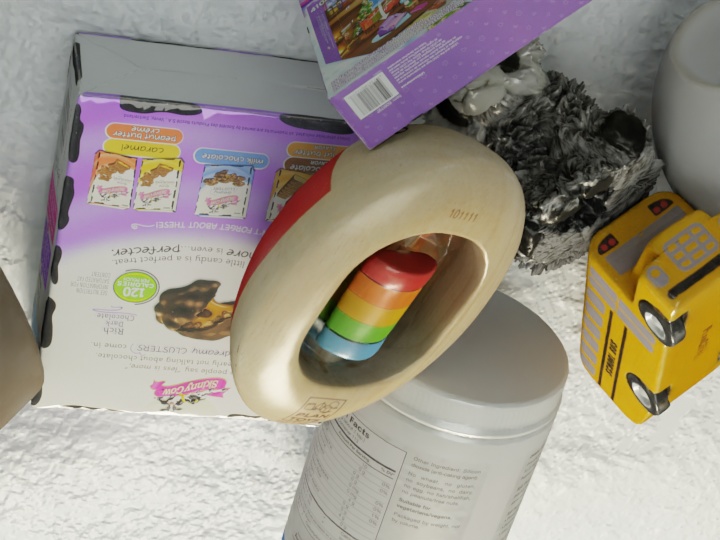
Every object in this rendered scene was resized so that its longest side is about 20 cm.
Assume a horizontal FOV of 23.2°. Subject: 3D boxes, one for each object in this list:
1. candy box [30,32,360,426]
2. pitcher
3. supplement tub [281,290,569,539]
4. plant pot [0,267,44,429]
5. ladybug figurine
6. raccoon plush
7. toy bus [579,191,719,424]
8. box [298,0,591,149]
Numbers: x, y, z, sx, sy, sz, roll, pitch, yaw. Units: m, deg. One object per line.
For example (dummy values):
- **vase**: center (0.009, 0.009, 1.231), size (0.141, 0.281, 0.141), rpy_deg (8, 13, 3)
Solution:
- **candy box**: center (-0.086, -0.017, 0.953), size (0.168, 0.072, 0.200), rpy_deg (5, 123, -16)
- **pitcher**: center (0.250, -0.072, 0.974), size (0.172, 0.121, 0.200), rpy_deg (-40, 134, -13)
- **supplement tub**: center (0.034, 0.117, 1.037), size (0.132, 0.132, 0.200), rpy_deg (7, 122, -17)
- **plant pot**: center (-0.266, 0.050, 0.895), size (0.174, 0.200, 0.200), rpy_deg (-30, 130, -21)
- **ladybug figurine**: center (0.000, 0.000, 0.884), size (0.136, 0.072, 0.200), rpy_deg (8, 132, -39)
- **raccoon plush**: center (0.090, -0.066, 0.973), size (0.097, 0.134, 0.200), rpy_deg (-37, 158, -4)
- **toy bus**: center (0.168, 0.020, 0.973), size (0.065, 0.078, 0.200), rpy_deg (-34, 157, -10)
- **box**: center (0.065, -0.157, 0.847), size (0.200, 0.137, 0.039), rpy_deg (-33, 123, 12)
